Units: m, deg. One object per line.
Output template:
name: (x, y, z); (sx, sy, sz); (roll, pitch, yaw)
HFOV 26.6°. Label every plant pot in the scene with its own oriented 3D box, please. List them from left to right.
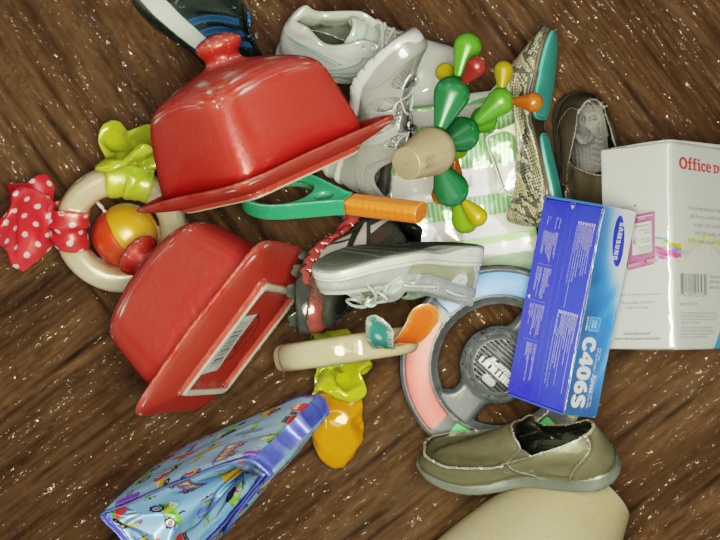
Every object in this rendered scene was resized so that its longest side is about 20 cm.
plant pot: (0.166, 0.287, 1.476); (0.187, 0.187, 0.200); (43, 72, 0)

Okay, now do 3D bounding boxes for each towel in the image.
towel: (0.097, -0.079, 1.553); (0.152, 0.023, 0.200); (-9, 88, -3)

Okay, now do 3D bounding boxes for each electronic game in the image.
electronic game: (0.138, 0.094, 1.529); (0.200, 0.042, 0.200); (0, 95, -3)

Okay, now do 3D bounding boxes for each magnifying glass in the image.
magnifying glass: (-0.029, -0.068, 1.490); (0.200, 0.080, 0.022); (10, 122, 28)

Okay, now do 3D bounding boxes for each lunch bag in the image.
lunch bag: (-0.120, 0.186, 1.428); (0.200, 0.151, 0.094); (-38, 90, 28)

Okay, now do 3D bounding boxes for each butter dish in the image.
butter dish: (-0.166, 0.024, 1.453); (0.148, 0.199, 0.200); (39, 95, 11)
butter dish: (-0.109, -0.148, 1.409); (0.199, 0.200, 0.148); (-28, 103, -35)

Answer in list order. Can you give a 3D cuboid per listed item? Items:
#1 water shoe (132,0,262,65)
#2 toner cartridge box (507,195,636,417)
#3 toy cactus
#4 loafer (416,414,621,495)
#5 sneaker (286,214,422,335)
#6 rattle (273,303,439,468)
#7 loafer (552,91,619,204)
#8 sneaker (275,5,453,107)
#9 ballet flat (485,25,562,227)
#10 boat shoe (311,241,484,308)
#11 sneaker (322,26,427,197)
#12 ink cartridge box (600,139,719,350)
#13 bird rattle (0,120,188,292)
water shoe: (-0.135, -0.241, 1.527); (0.200, 0.072, 0.079); (39, 84, -1)
toner cartridge box: (0.201, 0.033, 1.462); (0.043, 0.095, 0.200); (9, 94, -31)
toy cactus: (0.093, -0.117, 1.448); (0.102, 0.165, 0.200); (23, 121, 26)
loafer: (0.148, 0.167, 1.461); (0.200, 0.075, 0.070); (-4, 120, 20)
sneaker: (0.000, 0.000, 1.461); (0.098, 0.200, 0.071); (14, 125, 19)
rattle: (0.006, 0.112, 1.452); (0.130, 0.200, 0.143); (15, 75, -39)
loafer: (0.232, -0.084, 1.534); (0.073, 0.071, 0.200); (-12, 88, -3)
sneaker: (0.016, -0.215, 1.521); (0.200, 0.080, 0.070); (8, 64, -4)
ballet flat: (0.161, -0.142, 1.523); (0.075, 0.068, 0.200); (-2, 90, 21)
boat shoe: (0.039, 0.009, 1.404); (0.074, 0.202, 0.065); (6, 98, 42)
sneaker: (0.032, -0.150, 1.481); (0.082, 0.200, 0.075); (38, 48, 13)
ink cartridge box: (0.312, -0.023, 1.496); (0.144, 0.085, 0.200); (2, 87, -45)
bird rattle: (-0.252, -0.049, 1.503); (0.200, 0.113, 0.163); (-38, 107, -1)
